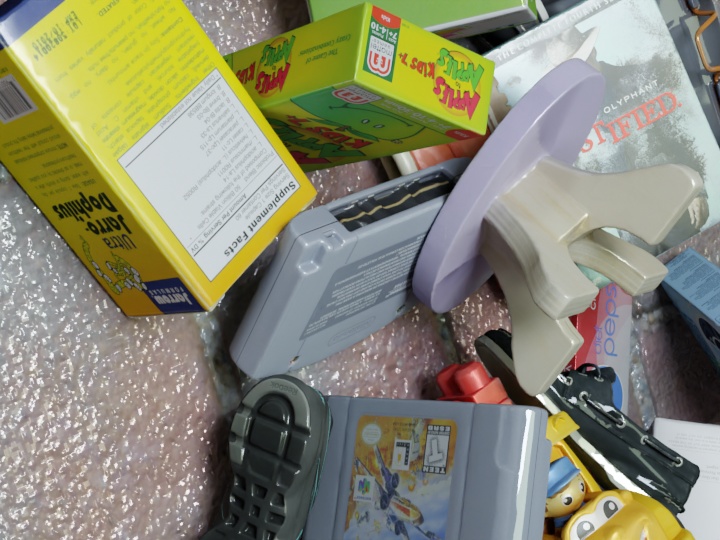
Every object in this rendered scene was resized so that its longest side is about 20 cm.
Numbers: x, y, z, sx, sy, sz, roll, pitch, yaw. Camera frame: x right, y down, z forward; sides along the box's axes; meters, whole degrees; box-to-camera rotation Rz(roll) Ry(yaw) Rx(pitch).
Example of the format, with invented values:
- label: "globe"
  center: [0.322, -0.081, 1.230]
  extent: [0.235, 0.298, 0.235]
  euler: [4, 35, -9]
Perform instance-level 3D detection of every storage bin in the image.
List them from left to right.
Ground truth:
- label: "storage bin"
  center: [0.215, -0.158, 1.030]
  extent: [0.134, 0.145, 0.202]
  euler: [-28, 103, -26]

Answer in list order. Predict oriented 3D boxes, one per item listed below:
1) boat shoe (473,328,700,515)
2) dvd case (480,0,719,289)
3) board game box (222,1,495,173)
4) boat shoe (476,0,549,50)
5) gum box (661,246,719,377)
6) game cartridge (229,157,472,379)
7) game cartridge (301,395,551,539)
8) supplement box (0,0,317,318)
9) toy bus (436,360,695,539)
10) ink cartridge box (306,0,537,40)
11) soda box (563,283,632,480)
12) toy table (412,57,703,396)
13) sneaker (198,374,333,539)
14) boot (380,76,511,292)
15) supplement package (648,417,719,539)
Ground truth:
- label: "boat shoe"
  center: [0.172, 0.103, 0.935]
  extent: [0.199, 0.075, 0.066]
  euler: [43, 80, 5]
- label: "dvd case"
  center: [0.191, -0.103, 0.962]
  extent: [0.145, 0.022, 0.202]
  euler: [-27, 100, -6]
- label: "board game box"
  center: [-0.021, -0.107, 0.793]
  extent: [0.101, 0.199, 0.048]
  euler: [16, 77, -35]
- label: "boat shoe"
  center: [0.072, -0.220, 0.955]
  extent: [0.200, 0.074, 0.061]
  euler: [49, 62, -23]
- label: "gum box"
  center: [0.344, 0.085, 1.073]
  extent: [0.044, 0.200, 0.171]
  euler: [-35, 112, 3]
- label: "game cartridge"
  center: [0.000, 0.000, 0.848]
  extent: [0.040, 0.134, 0.199]
  euler: [41, 37, 22]
- label: "game cartridge"
  center: [0.035, 0.151, 0.819]
  extent: [0.041, 0.199, 0.135]
  euler: [21, 74, -39]
- label: "supplement box"
  center: [-0.140, -0.083, 0.757]
  extent: [0.109, 0.109, 0.201]
  euler: [-48, 114, -30]
- label: "toy bus"
  center: [0.116, 0.156, 0.886]
  extent: [0.135, 0.199, 0.194]
  euler: [-29, 99, -26]
- label: "ink cartridge box"
  center: [0.031, -0.188, 0.819]
  extent: [0.200, 0.146, 0.077]
  euler: [-35, 114, -76]
- label: "soda box"
  center: [0.174, 0.067, 1.020]
  extent: [0.069, 0.063, 0.203]
  euler: [9, 82, -37]
- label: "toy table"
  center: [0.131, -0.024, 0.849]
  extent: [0.117, 0.201, 0.183]
  euler: [43, 37, 21]
- label: "sneaker"
  center: [-0.062, 0.169, 0.821]
  extent: [0.202, 0.075, 0.079]
  euler: [-69, 161, 0]
- label: "boot"
  center: [0.080, -0.044, 0.961]
  extent: [0.107, 0.075, 0.201]
  euler: [-32, 112, -15]
- label: "supplement package"
  center: [0.286, 0.231, 1.033]
  extent: [0.121, 0.118, 0.203]
  euler: [49, 48, -74]
